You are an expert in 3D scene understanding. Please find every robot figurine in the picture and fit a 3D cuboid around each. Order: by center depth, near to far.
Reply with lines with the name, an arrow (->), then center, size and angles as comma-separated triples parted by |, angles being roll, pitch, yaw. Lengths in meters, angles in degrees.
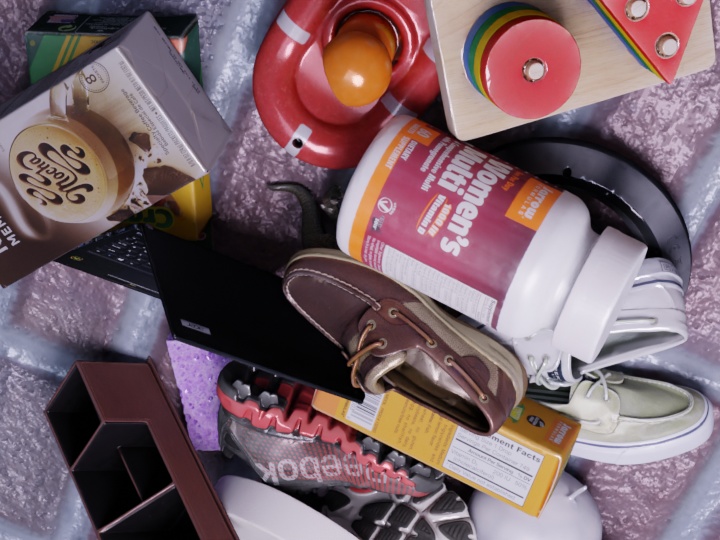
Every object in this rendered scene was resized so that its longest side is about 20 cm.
robot figurine -> 0.135, 0.243, 1.332 | 0.169, 0.113, 0.201 | 18, 120, 15

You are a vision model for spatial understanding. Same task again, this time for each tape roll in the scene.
tape roll -> -0.045, 0.244, 1.351 | 0.202, 0.037, 0.203 | 28, 157, 13

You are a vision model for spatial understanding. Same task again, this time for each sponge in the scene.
sponge -> -0.057, 0.098, 1.346 | 0.199, 0.030, 0.112 | -2, 117, 13

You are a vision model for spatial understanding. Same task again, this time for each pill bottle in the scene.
pill bottle -> 0.092, -0.021, 1.127 | 0.199, 0.110, 0.110 | 27, 121, 12

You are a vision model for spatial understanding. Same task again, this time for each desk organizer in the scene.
desk organizer -> -0.181, 0.168, 1.314 | 0.077, 0.200, 0.072 | 6, 132, -43

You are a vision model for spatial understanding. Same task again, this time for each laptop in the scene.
laptop -> -0.117, 0.041, 1.206 | 0.177, 0.104, 0.199 | 23, 156, -36

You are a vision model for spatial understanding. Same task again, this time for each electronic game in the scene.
electronic game -> 0.153, -0.013, 1.234 | 0.199, 0.042, 0.201 | 9, 126, 13

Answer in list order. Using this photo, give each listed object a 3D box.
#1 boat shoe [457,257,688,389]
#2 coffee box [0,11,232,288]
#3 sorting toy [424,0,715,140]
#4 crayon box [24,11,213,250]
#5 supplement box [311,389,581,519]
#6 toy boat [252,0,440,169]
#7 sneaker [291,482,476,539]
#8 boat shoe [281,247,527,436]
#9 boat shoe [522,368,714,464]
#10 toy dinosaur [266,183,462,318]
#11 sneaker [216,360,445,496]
boat shoe -> 0.144, 0.052, 1.185 | 0.199, 0.067, 0.074 | -23, 144, 20
coffee box -> -0.211, -0.087, 1.194 | 0.199, 0.080, 0.113 | -28, 109, 23
sorting toy -> 0.145, -0.198, 1.075 | 0.199, 0.070, 0.200 | -17, 116, -9
crayon box -> -0.184, -0.097, 1.258 | 0.126, 0.051, 0.201 | 3, 119, 10
supplement box -> 0.067, 0.112, 1.253 | 0.199, 0.067, 0.069 | 27, 119, 10
toy boat -> 0.002, -0.155, 1.140 | 0.130, 0.131, 0.200 | 35, 119, -7
sneaker -> 0.025, 0.215, 1.343 | 0.199, 0.081, 0.084 | 12, 142, 47
boat shoe -> 0.023, 0.055, 1.168 | 0.199, 0.072, 0.072 | 33, 132, 6
boat shoe -> 0.177, 0.107, 1.271 | 0.199, 0.072, 0.062 | -1, 134, 15
toy dinosaur -> 0.000, 0.000, 1.240 | 0.199, 0.077, 0.103 | 24, 129, 13
sneaker -> -0.029, 0.145, 1.307 | 0.199, 0.071, 0.098 | 21, 119, 3
